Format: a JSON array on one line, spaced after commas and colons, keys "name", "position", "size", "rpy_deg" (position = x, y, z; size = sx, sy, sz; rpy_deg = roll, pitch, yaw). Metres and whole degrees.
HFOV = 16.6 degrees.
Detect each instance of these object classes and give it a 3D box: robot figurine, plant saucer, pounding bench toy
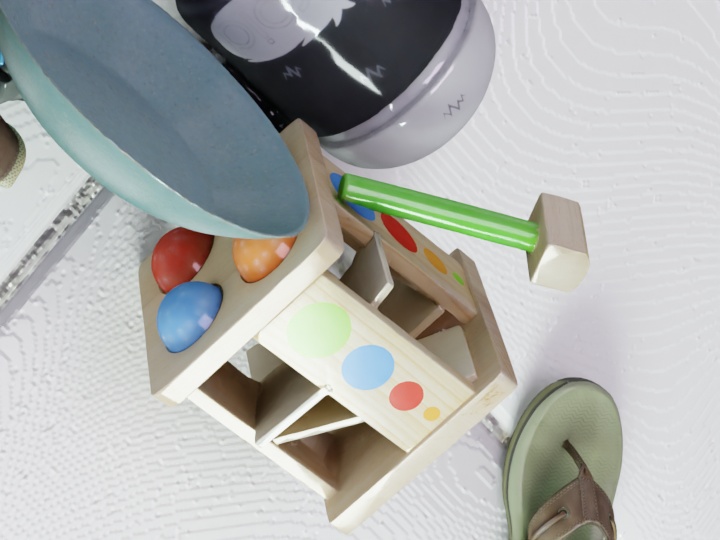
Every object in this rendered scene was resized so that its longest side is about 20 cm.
[{"name": "robot figurine", "position": [-0.018, -0.144, 1.309], "size": [0.200, 0.150, 0.125], "rpy_deg": [42, 43, -26]}, {"name": "plant saucer", "position": [-0.110, -0.078, 1.178], "size": [0.201, 0.201, 0.039], "rpy_deg": [36, 110, -29]}, {"name": "pounding bench toy", "position": [0.000, 0.000, 1.271], "size": [0.200, 0.124, 0.156], "rpy_deg": [-42, 119, 17]}]

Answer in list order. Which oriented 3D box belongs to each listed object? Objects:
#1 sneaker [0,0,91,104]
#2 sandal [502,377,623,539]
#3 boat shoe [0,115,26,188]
[{"name": "sneaker", "position": [-0.173, -0.184, 1.249], "size": [0.082, 0.073, 0.200], "rpy_deg": [-7, 100, -52]}, {"name": "sandal", "position": [0.122, 0.164, 1.449], "size": [0.080, 0.057, 0.201], "rpy_deg": [12, 86, -32]}, {"name": "boat shoe", "position": [-0.192, -0.069, 1.158], "size": [0.075, 0.202, 0.075], "rpy_deg": [12, 64, -18]}]
